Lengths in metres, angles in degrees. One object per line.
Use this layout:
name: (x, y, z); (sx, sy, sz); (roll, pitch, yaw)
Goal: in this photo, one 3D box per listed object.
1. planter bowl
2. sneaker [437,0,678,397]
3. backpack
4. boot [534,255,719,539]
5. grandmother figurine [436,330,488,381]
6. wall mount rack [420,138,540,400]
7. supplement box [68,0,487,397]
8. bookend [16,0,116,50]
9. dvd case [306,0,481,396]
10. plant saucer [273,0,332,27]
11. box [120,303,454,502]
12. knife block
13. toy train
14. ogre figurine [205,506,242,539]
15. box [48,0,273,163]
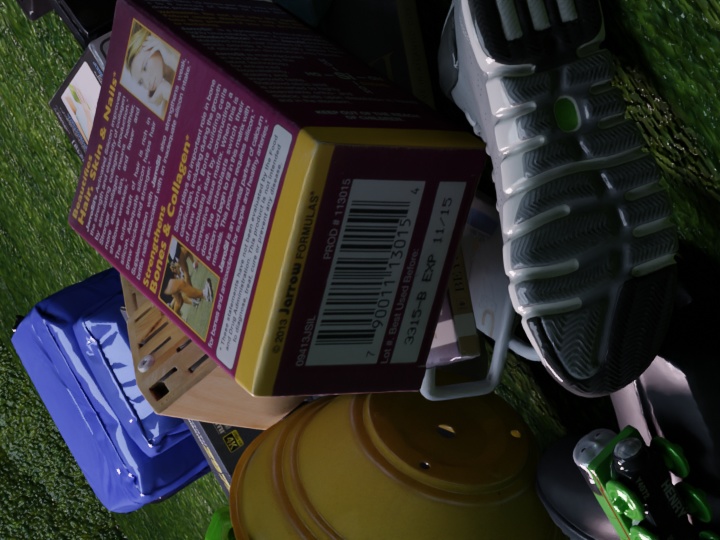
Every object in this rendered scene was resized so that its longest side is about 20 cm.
planter bowl: (0.036, 0.111, 1.209); (0.200, 0.199, 0.084); (47, 133, 33)
sneaker: (0.081, -0.048, 0.990); (0.115, 0.074, 0.202); (-168, 67, -79)
backpack: (-0.099, 0.051, 1.504); (0.163, 0.199, 0.168); (63, 155, -2)
boot: (0.129, 0.067, 1.071); (0.164, 0.066, 0.201); (27, 154, 39)
grandmother figurine: (0.000, 0.000, 1.321); (0.200, 0.061, 0.121); (48, -152, 6)
wall mount rack: (0.034, -0.036, 1.178); (0.200, 0.074, 0.175); (35, 122, 52)
supplement box: (-0.046, -0.040, 1.103); (0.200, 0.103, 0.132); (40, 122, 46)
bookend: (-0.193, -0.211, 1.475); (0.199, 0.092, 0.200); (54, 165, 12)
dvd case: (-0.001, -0.044, 1.155); (0.148, 0.016, 0.202); (-19, 81, 59)
plant saucer: (-0.050, -0.221, 1.114); (0.070, 0.019, 0.201); (39, 149, 53)
box: (-0.031, 0.067, 1.400); (0.201, 0.157, 0.051); (62, 164, -12)
knife block: (-0.051, 0.051, 1.254); (0.176, 0.064, 0.200); (44, -168, -27)
toy train: (0.151, 0.145, 1.042); (0.056, 0.042, 0.201); (24, 151, 54)
ogre figurine: (0.002, 0.172, 1.279); (0.120, 0.098, 0.200); (32, 168, 27)
box: (-0.116, -0.120, 1.380); (0.060, 0.116, 0.200); (60, 166, -3)
